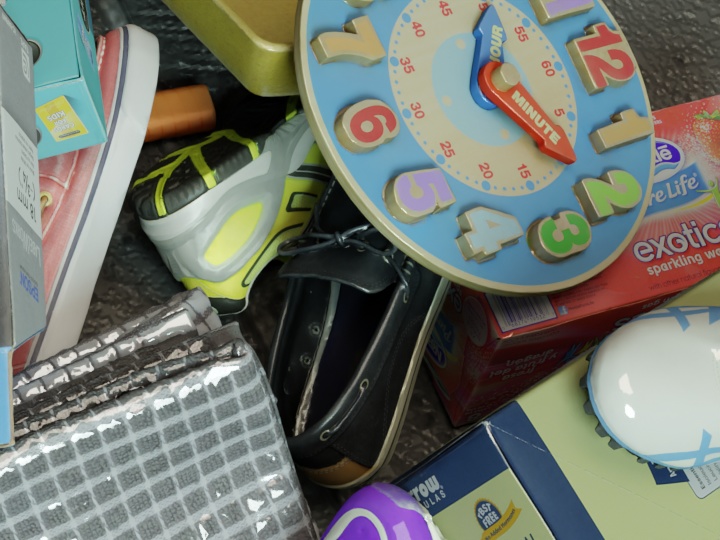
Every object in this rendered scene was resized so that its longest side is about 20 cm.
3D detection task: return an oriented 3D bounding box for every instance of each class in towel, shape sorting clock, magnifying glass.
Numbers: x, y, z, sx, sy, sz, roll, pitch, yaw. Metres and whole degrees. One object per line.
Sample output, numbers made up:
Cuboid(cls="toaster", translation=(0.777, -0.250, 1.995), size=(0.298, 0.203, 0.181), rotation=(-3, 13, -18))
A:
Cuboid(cls="towel", translation=(-0.110, 0.124, 1.131), size=(0.199, 0.086, 0.167), rotation=(-25, 106, -16))
Cuboid(cls="shape sorting clock", translation=(0.057, -0.084, 1.225), size=(0.199, 0.039, 0.201), rotation=(18, 58, -30))
Cuboid(cls="magnifying glass", translation=(-0.169, -0.066, 1.310), size=(0.199, 0.022, 0.080), rotation=(-10, 65, -21))

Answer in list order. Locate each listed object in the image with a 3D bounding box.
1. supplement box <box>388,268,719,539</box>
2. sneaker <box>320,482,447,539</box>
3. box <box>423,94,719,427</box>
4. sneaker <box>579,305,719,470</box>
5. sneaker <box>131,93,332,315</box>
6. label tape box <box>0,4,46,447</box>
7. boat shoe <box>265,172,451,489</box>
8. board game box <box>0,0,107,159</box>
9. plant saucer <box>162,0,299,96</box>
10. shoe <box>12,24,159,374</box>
Cuboid(cls="supplement box", translation=(0.139, 0.127, 1.143), size=(0.199, 0.134, 0.201), rotation=(-28, 83, -35))
Cuboid(cls="sneaker", translation=(-0.030, 0.183, 1.081), size=(0.099, 0.202, 0.069), rotation=(11, 12, -46))
Cuboid(cls="box", translation=(0.124, -0.009, 1.315), size=(0.199, 0.095, 0.103), rotation=(-15, 65, -22))
Cuboid(cls="sneaker", translation=(0.181, 0.042, 1.079), size=(0.199, 0.072, 0.072), rotation=(0, 69, -28))
Cuboid(cls="sneaker", translation=(-0.033, -0.048, 1.320), size=(0.200, 0.075, 0.077), rotation=(-35, 113, -37))
Cuboid(cls="label tape box", translation=(-0.213, -0.006, 1.134), size=(0.143, 0.063, 0.202), rotation=(-7, 72, 6))
Cuboid(cls="boat shoe", translation=(0.000, 0.000, 1.229), size=(0.074, 0.062, 0.202), rotation=(8, 79, 37))
Cuboid(cls="board game box", translation=(-0.208, -0.129, 1.266), size=(0.150, 0.047, 0.201), rotation=(-14, 51, 3))
Cuboid(cls="plant saucer", translation=(-0.027, -0.146, 1.319), size=(0.199, 0.049, 0.200), rotation=(-6, 38, -38))
Cuboid(cls="shoe", translation=(-0.162, -0.037, 1.251), size=(0.090, 0.071, 0.202), rotation=(20, 71, -14))
